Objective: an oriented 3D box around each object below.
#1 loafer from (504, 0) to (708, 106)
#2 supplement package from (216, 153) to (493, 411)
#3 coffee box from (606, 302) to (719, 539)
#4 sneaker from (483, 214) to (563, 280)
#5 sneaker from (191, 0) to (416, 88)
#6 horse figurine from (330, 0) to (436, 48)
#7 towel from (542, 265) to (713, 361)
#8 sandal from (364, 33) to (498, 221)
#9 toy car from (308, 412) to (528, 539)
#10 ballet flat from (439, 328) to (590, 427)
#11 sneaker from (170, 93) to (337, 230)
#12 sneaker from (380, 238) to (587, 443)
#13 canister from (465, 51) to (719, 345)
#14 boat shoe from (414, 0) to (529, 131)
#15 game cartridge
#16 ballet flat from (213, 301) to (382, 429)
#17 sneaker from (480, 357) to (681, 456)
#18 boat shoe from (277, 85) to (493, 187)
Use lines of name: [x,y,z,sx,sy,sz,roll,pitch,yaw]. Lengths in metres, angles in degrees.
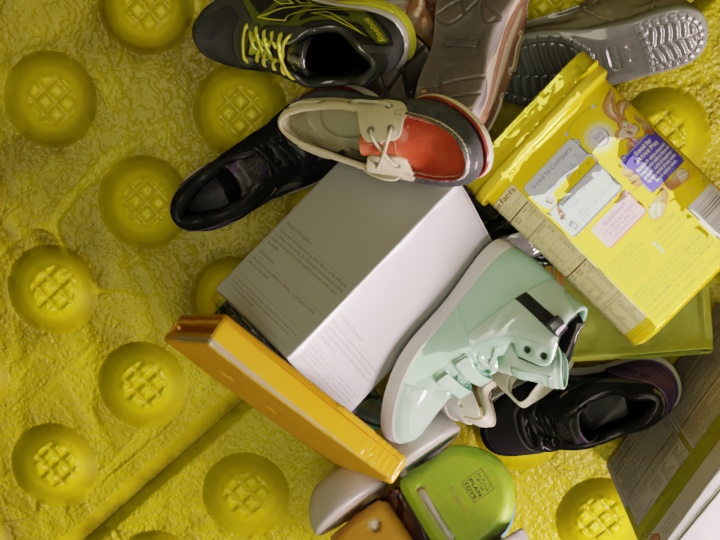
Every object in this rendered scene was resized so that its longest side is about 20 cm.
loafer: [0.202,-0.200,0.905,0.198,0.070,0.076,-7,127,15]
supplement package: [0.000,0.000,0.877,0.200,0.117,0.117,-46,139,-6]
coffee box: [0.369,0.182,0.907,0.198,0.198,0.201,30,103,-5]
sneaker: [0.208,-0.022,0.942,0.198,0.077,0.086,-12,112,13]
sneaker: [-0.057,-0.194,0.845,0.198,0.085,0.075,5,120,19]
horse figurine: [0.015,-0.240,0.898,0.198,0.050,0.134,9,124,-8]
towel: [0.205,0.035,0.899,0.197,0.018,0.087,-3,85,9]
sandal: [0.069,-0.131,0.924,0.081,0.055,0.200,-30,117,22]
toy car: [0.065,0.240,0.961,0.200,0.150,0.176,-39,70,13]
ballet flat: [0.128,0.100,0.947,0.199,0.072,0.069,-31,144,17]
sneaker: [-0.080,-0.093,0.913,0.199,0.088,0.076,-34,97,8]
sneaker: [0.105,0.085,0.858,0.118,0.074,0.201,38,97,31]
canister: [0.205,-0.057,0.848,0.200,0.087,0.149,45,99,7]
boat shoe: [0.100,-0.194,0.855,0.075,0.072,0.202,16,77,28]
game cartridge: [-0.066,0.107,0.870,0.199,0.176,0.033,38,75,-17]
ballet flat: [-0.053,0.084,0.971,0.198,0.074,0.075,24,102,-5]
sneaker: [0.188,0.130,0.935,0.199,0.087,0.076,-24,91,30]
boat shoe: [0.017,-0.106,0.807,0.062,0.199,0.072,-24,124,-37]
